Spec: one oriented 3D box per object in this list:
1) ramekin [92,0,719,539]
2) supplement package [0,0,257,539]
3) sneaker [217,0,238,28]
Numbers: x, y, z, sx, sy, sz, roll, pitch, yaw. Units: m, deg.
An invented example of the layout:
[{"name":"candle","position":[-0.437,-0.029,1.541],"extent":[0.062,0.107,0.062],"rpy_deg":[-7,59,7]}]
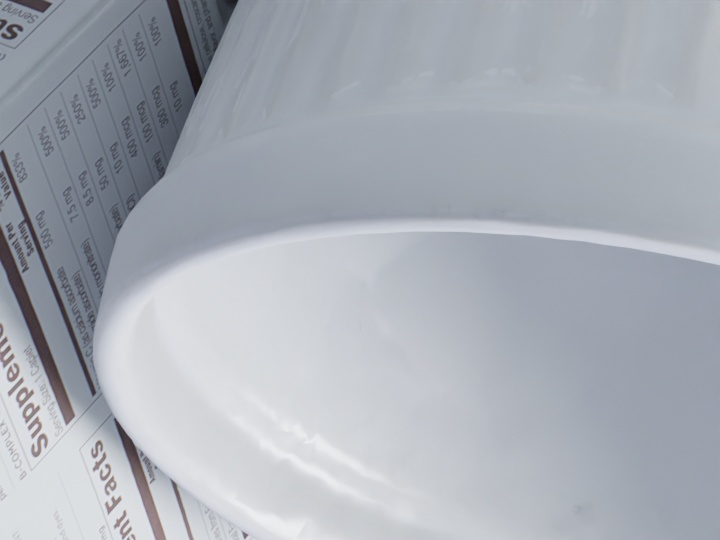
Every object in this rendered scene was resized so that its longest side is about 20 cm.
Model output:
[{"name":"ramekin","position":[0.059,-0.006,0.504],"extent":[0.199,0.106,0.200],"rpy_deg":[11,155,5]},{"name":"supplement package","position":[-0.126,-0.006,0.586],"extent":[0.199,0.111,0.156],"rpy_deg":[20,143,31]},{"name":"sneaker","position":[0.000,0.000,0.647],"extent":[0.200,0.082,0.075],"rpy_deg":[38,-165,-2]}]
